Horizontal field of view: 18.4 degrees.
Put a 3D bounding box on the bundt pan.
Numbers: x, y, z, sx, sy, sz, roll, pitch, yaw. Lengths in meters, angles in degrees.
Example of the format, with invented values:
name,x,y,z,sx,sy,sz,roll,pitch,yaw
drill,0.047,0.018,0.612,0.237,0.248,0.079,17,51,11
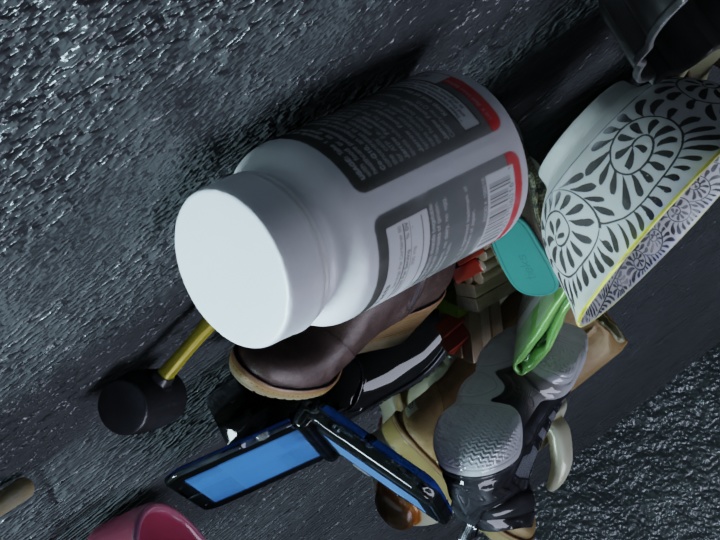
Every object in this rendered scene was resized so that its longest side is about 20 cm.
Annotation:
name,x,y,z,sx,sy,sz,roll,pitch,yaw
bundt pan,0.230,-0.213,1.421,0.202,0.076,0.202,-36,167,-10

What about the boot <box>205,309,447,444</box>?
name,x,y,z,sx,sy,sz,roll,pitch,yaw
boot,-0.017,0.072,1.747,0.165,0.066,0.200,-44,161,14

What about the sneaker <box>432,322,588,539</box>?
name,x,y,z,sx,sy,sz,roll,pitch,yaw
sneaker,0.115,0.126,1.703,0.200,0.075,0.114,-46,143,-46

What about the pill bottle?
name,x,y,z,sx,sy,sz,roll,pitch,yaw
pill bottle,-0.005,-0.036,1.300,0.200,0.114,0.114,-27,162,-39

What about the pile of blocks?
name,x,y,z,sx,sy,sz,roll,pitch,yaw
pile of blocks,0.079,-0.007,1.703,0.062,0.082,0.200,-28,148,-36

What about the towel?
name,x,y,z,sx,sy,sz,roll,pitch,yaw
towel,0.166,-0.027,1.704,0.200,0.031,0.149,-76,-168,-52

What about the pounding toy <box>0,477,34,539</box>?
name,x,y,z,sx,sy,sz,roll,pitch,yaw
pounding toy,-0.276,0.208,1.400,0.199,0.142,0.184,-24,163,-14

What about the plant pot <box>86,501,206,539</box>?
name,x,y,z,sx,sy,sz,roll,pitch,yaw
plant pot,-0.202,0.310,1.791,0.179,0.201,0.200,-26,170,14

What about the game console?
name,x,y,z,sx,sy,sz,roll,pitch,yaw
game console,-0.034,0.171,1.685,0.118,0.170,0.200,-55,169,-6

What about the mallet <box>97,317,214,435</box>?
name,x,y,z,sx,sy,sz,roll,pitch,yaw
mallet,-0.101,0.034,1.451,0.200,0.041,0.066,-50,166,26

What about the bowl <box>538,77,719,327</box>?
name,x,y,z,sx,sy,sz,roll,pitch,yaw
bowl,0.183,-0.065,1.510,0.201,0.094,0.201,-45,168,-12

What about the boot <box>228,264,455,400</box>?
name,x,y,z,sx,sy,sz,roll,pitch,yaw
boot,0.000,0.000,1.586,0.200,0.072,0.167,-20,144,-48

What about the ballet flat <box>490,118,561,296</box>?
name,x,y,z,sx,sy,sz,roll,pitch,yaw
ballet flat,0.101,-0.061,1.558,0.068,0.076,0.200,-3,147,26

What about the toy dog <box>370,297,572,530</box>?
name,x,y,z,sx,sy,sz,roll,pitch,yaw
toy dog,0.084,0.140,1.964,0.200,0.194,0.140,-49,176,33

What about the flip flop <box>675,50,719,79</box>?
name,x,y,z,sx,sy,sz,roll,pitch,yaw
flip flop,0.279,-0.153,1.784,0.081,0.058,0.200,-36,164,-31

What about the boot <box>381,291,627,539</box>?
name,x,y,z,sx,sy,sz,roll,pitch,yaw
boot,0.142,0.117,1.829,0.200,0.175,0.066,-43,-159,15
